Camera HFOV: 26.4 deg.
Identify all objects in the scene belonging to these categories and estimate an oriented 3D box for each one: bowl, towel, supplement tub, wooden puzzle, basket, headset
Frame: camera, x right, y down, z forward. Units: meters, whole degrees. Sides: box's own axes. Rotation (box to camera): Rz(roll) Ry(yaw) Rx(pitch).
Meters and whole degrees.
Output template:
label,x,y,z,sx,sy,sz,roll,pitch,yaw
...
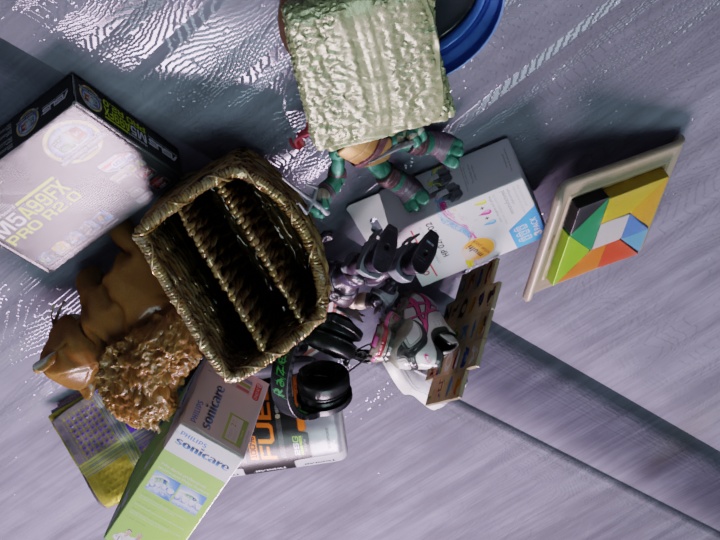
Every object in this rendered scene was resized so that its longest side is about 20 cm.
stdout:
label,x,y,z,sx,sy,sz,roll,pitch,yaw
bowl,0.036,-0.254,1.440,0.199,0.040,0.201,-9,140,-8
towel,-0.272,0.190,1.858,0.199,0.144,0.023,-29,178,20
supplement tub,-0.120,0.189,1.901,0.199,0.123,0.123,-9,141,0
wooden puzzle,0.282,-0.055,1.755,0.199,0.037,0.186,-24,147,-27
towel,0.007,-0.194,1.443,0.147,0.037,0.200,-15,142,2
basket,-0.118,-0.011,1.585,0.142,0.149,0.201,-25,105,14
headset,-0.048,0.103,1.780,0.200,0.094,0.124,-2,104,-57

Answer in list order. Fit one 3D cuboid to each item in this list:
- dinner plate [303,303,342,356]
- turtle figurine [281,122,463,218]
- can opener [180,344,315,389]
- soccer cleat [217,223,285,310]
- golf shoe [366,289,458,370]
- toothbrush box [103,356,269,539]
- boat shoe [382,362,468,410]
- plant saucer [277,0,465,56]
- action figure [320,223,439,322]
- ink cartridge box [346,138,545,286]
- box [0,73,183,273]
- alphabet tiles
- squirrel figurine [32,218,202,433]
label,x,y,z,sx,sy,sz,roll,pitch,yaw
dinner plate,-0.113,0.053,1.827,0.199,0.024,0.201,-8,141,-7
turtle figurine,0.011,-0.123,1.596,0.149,0.101,0.199,-34,151,33
can opener,-0.148,0.105,1.809,0.199,0.064,0.079,5,137,-23
soccer cleat,-0.110,0.023,1.716,0.085,0.069,0.201,-17,119,21
golf shoe,0.070,0.079,1.792,0.092,0.200,0.073,19,106,8
toothbrush box,-0.197,0.215,1.739,0.086,0.146,0.200,29,119,-8
boat shoe,0.082,0.123,1.926,0.068,0.072,0.200,-34,146,10
plant saucer,0.020,-0.246,1.502,0.199,0.035,0.201,-9,140,-8
action figure,0.000,0.000,1.699,0.130,0.070,0.200,24,156,-26
ink cartridge box,0.098,-0.056,1.728,0.199,0.068,0.115,-22,141,10
box,-0.307,-0.094,1.569,0.199,0.044,0.160,-33,139,20
alphabet tiles,0.118,0.074,1.784,0.006,0.167,0.200,19,167,-10
squirrel figurine,-0.264,0.078,1.666,0.186,0.200,0.141,-37,144,9
